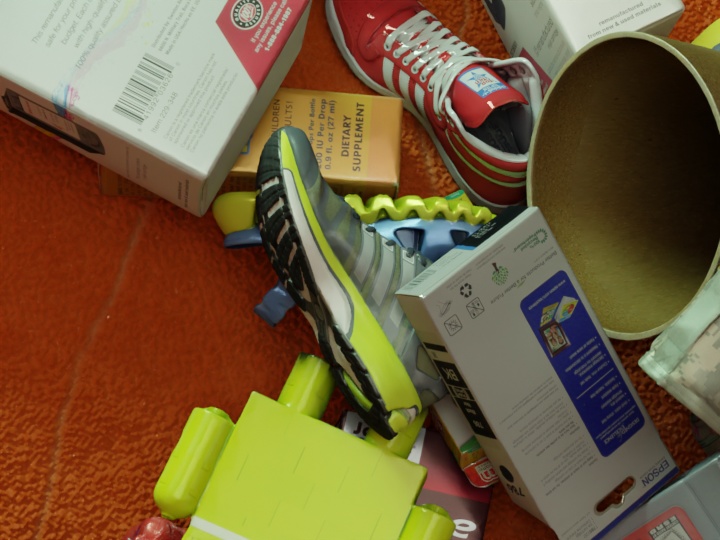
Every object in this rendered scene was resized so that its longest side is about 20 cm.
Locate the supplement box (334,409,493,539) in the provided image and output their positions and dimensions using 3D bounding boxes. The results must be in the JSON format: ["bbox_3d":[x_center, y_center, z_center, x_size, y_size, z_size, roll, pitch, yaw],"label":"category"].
[{"bbox_3d":[0.017,0.199,1.373,0.108,0.061,0.201,12,75,-2],"label":"supplement box"}]

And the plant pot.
[{"bbox_3d":[0.239,-0.056,1.356,0.199,0.186,0.187,-3,76,-34],"label":"plant pot"}]

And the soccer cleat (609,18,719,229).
[{"bbox_3d":[0.200,-0.102,1.457,0.084,0.065,0.200,34,77,-2],"label":"soccer cleat"}]

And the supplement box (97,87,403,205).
[{"bbox_3d":[-0.073,-0.083,1.428,0.199,0.069,0.067,3,74,-2],"label":"supplement box"}]

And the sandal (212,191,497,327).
[{"bbox_3d":[0.005,-0.007,1.386,0.199,0.079,0.087,0,88,2],"label":"sandal"}]

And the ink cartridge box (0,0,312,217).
[{"bbox_3d":[-0.151,-0.148,1.363,0.200,0.086,0.148,28,73,5],"label":"ink cartridge box"}]

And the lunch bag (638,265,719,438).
[{"bbox_3d":[0.261,0.037,1.225,0.164,0.200,0.118,-47,40,6],"label":"lunch bag"}]

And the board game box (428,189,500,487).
[{"bbox_3d":[0.070,0.042,1.396,0.095,0.030,0.200,-24,60,-10],"label":"board game box"}]

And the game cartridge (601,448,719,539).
[{"bbox_3d":[0.195,0.212,1.351,0.200,0.041,0.133,-37,88,19],"label":"game cartridge"}]

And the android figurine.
[{"bbox_3d":[-0.038,0.156,1.331,0.182,0.041,0.200,25,75,8],"label":"android figurine"}]

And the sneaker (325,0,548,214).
[{"bbox_3d":[0.054,-0.134,1.427,0.071,0.113,0.200,-39,83,-13],"label":"sneaker"}]

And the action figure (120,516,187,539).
[{"bbox_3d":[-0.176,0.214,1.350,0.199,0.065,0.099,-15,72,-8],"label":"action figure"}]

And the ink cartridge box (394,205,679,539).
[{"bbox_3d":[0.109,0.069,1.311,0.099,0.039,0.200,-36,108,-22],"label":"ink cartridge box"}]

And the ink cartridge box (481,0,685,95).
[{"bbox_3d":[0.122,-0.221,1.438,0.084,0.145,0.200,-25,80,-9],"label":"ink cartridge box"}]

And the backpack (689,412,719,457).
[{"bbox_3d":[0.313,0.075,1.393,0.127,0.167,0.200,44,89,11],"label":"backpack"}]

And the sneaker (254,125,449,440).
[{"bbox_3d":[0.000,0.000,1.324,0.081,0.074,0.200,-27,92,-22],"label":"sneaker"}]
